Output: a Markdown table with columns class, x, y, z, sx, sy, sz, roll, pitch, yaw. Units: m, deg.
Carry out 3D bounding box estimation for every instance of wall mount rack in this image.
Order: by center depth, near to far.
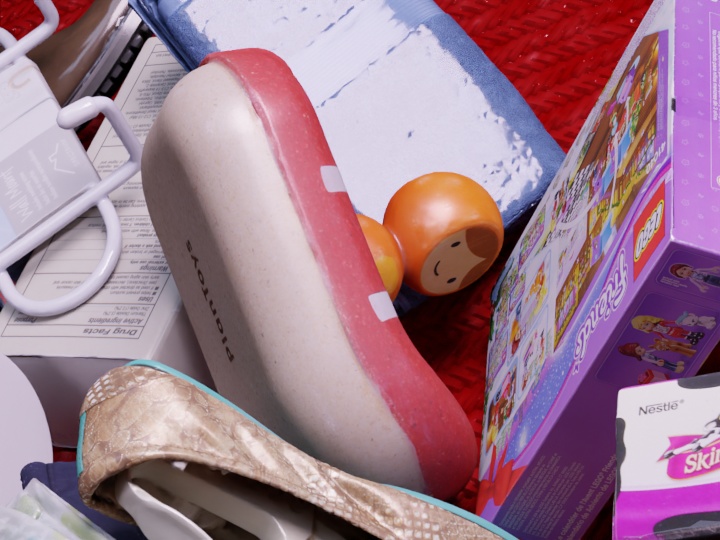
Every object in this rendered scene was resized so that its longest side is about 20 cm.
| class | x | y | z | sx | sy | sz | roll | pitch | yaw |
| --- | --- | --- | --- | --- | --- | --- | --- | --- | --- |
| wall mount rack | -0.198 | -0.051 | 1.057 | 0.173 | 0.075 | 0.200 | -34 | 49 | -1 |

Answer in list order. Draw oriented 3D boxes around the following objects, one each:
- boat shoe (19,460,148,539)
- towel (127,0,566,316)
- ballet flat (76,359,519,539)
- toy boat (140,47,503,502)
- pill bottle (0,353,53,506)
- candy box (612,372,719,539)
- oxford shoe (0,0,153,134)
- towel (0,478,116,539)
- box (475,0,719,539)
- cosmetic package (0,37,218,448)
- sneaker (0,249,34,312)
| class | x | y | z | sx | sy | sz | roll | pitch | yaw |
| --- | --- | --- | --- | --- | --- | --- | --- | --- | --- |
| boat shoe | -0.080 | 0.142 | 0.906 | 0.092 | 0.075 | 0.200 | -8 | 33 | -14 |
| towel | -0.003 | -0.083 | 1.036 | 0.111 | 0.049 | 0.200 | -37 | 77 | -14 |
| ballet flat | -0.019 | 0.105 | 0.862 | 0.199 | 0.071 | 0.066 | 25 | 47 | -3 |
| toy boat | 0.000 | 0.000 | 0.942 | 0.130 | 0.131 | 0.201 | -20 | 83 | -18 |
| pill bottle | -0.238 | 0.097 | 1.020 | 0.199 | 0.112 | 0.113 | -17 | 43 | 30 |
| candy box | 0.172 | 0.105 | 0.706 | 0.135 | 0.201 | 0.061 | -11 | 46 | 21 |
| oxford shoe | -0.177 | -0.091 | 1.157 | 0.200 | 0.084 | 0.073 | -43 | 7 | 9 |
| towel | -0.123 | 0.192 | 0.829 | 0.170 | 0.048 | 0.201 | 27 | 78 | 33 |
| box | 0.095 | 0.004 | 0.872 | 0.039 | 0.201 | 0.138 | 16 | 49 | -9 |
| cosmetic package | -0.084 | -0.017 | 1.079 | 0.103 | 0.073 | 0.201 | 1 | 52 | 33 |
| sneaker | -0.227 | 0.022 | 1.127 | 0.198 | 0.075 | 0.085 | -6 | 39 | 28 |
